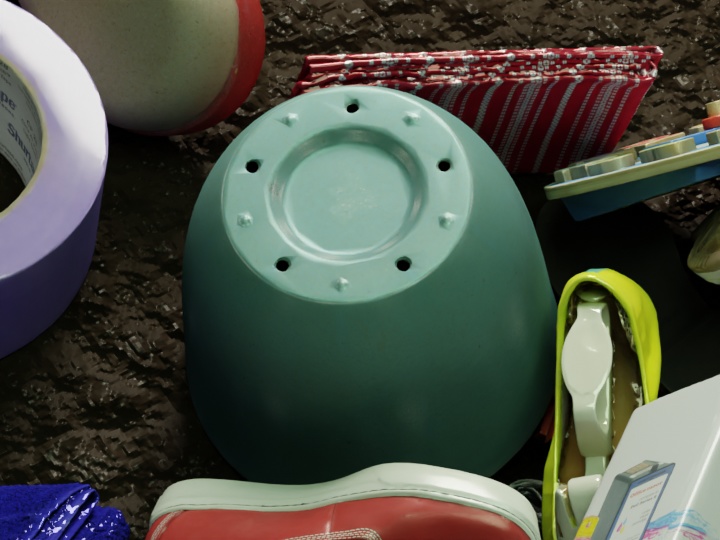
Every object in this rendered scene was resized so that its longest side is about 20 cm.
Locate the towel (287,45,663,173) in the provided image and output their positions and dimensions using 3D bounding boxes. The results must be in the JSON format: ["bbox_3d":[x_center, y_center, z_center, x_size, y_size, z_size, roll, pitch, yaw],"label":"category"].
[{"bbox_3d":[0.051,-0.079,1.612,0.200,0.145,0.023,-3,69,-12],"label":"towel"}]

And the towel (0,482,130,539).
[{"bbox_3d":[-0.210,0.158,1.401,0.147,0.050,0.200,2,26,21],"label":"towel"}]

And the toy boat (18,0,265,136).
[{"bbox_3d":[-0.110,-0.168,1.669,0.131,0.131,0.200,0,52,-45],"label":"toy boat"}]

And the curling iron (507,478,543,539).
[{"bbox_3d":[0.104,0.195,1.507,0.026,0.050,0.200,19,51,-50],"label":"curling iron"}]

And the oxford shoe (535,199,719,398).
[{"bbox_3d":[0.157,0.030,1.614,0.071,0.071,0.200,-32,50,-3],"label":"oxford shoe"}]

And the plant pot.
[{"bbox_3d":[0.000,0.000,1.516,0.200,0.161,0.201,-2,60,4],"label":"plant pot"}]

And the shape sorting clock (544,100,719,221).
[{"bbox_3d":[0.193,-0.070,1.581,0.200,0.200,0.039,-18,89,-20],"label":"shape sorting clock"}]

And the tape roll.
[{"bbox_3d":[-0.235,-0.050,1.577,0.200,0.085,0.200,4,57,-7],"label":"tape roll"}]

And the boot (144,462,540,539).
[{"bbox_3d":[-0.017,0.165,1.405,0.200,0.072,0.144,-5,41,18],"label":"boot"}]

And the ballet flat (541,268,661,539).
[{"bbox_3d":[0.118,0.094,1.485,0.067,0.067,0.200,-4,74,15],"label":"ballet flat"}]

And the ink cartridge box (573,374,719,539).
[{"bbox_3d":[0.168,0.170,1.403,0.145,0.087,0.200,43,53,-19],"label":"ink cartridge box"}]

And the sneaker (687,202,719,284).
[{"bbox_3d":[0.232,0.004,1.575,0.112,0.200,0.071,43,98,1],"label":"sneaker"}]

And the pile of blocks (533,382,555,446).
[{"bbox_3d":[0.145,0.124,1.535,0.062,0.082,0.200,-22,64,-22],"label":"pile of blocks"}]
